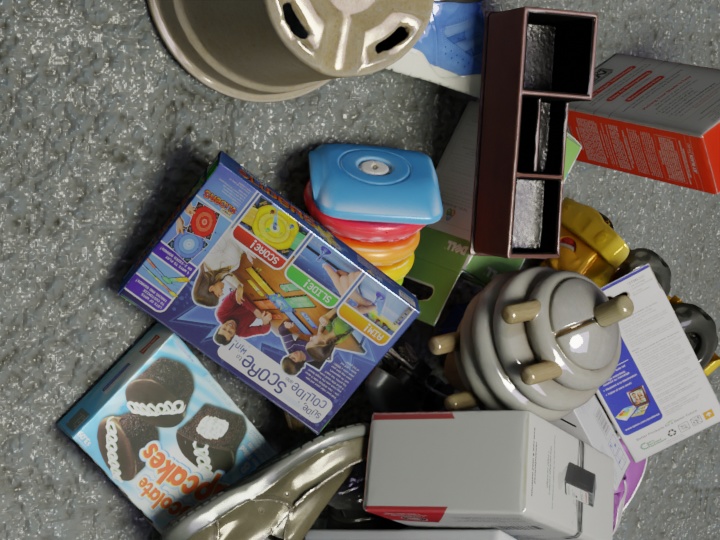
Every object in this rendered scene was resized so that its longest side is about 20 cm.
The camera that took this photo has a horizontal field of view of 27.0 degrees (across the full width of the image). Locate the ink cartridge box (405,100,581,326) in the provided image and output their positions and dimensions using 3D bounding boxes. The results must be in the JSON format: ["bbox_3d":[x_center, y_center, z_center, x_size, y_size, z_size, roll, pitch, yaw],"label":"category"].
[{"bbox_3d":[0.099,-0.042,1.306,0.059,0.104,0.202,30,85,-35],"label":"ink cartridge box"}]

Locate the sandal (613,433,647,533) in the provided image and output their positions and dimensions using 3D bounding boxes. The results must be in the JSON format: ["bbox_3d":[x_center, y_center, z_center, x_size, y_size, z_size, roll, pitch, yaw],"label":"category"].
[{"bbox_3d":[0.233,0.250,1.512,0.203,0.050,0.083,-46,124,-16],"label":"sandal"}]

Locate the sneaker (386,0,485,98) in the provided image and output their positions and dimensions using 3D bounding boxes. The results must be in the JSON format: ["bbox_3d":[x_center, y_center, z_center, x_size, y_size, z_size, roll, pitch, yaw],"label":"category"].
[{"bbox_3d":[0.096,-0.210,1.272,0.198,0.077,0.112,13,105,-30],"label":"sneaker"}]

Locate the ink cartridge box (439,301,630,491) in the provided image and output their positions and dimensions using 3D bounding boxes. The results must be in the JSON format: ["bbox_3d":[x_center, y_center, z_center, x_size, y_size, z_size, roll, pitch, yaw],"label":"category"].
[{"bbox_3d":[0.159,0.115,1.358,0.201,0.093,0.044,61,41,-20],"label":"ink cartridge box"}]

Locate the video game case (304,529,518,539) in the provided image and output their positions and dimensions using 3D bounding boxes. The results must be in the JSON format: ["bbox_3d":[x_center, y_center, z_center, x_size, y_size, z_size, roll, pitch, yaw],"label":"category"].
[{"bbox_3d":[0.080,0.260,1.308,0.182,0.198,0.022,36,56,-46],"label":"video game case"}]

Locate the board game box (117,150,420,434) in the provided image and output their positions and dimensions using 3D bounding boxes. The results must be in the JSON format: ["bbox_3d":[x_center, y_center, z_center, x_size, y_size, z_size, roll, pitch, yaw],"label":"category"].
[{"bbox_3d":[-0.071,0.020,1.178,0.199,0.035,0.136,37,104,-15],"label":"board game box"}]

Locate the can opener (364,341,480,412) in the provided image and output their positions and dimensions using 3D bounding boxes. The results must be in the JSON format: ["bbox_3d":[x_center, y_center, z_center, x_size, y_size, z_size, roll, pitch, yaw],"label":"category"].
[{"bbox_3d":[0.068,0.127,1.364,0.200,0.052,0.067,41,81,-38],"label":"can opener"}]

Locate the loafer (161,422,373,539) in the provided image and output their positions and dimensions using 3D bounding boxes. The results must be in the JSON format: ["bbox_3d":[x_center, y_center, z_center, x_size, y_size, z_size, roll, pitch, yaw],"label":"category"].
[{"bbox_3d":[-0.064,0.190,1.221,0.199,0.075,0.070,-29,89,-15],"label":"loafer"}]

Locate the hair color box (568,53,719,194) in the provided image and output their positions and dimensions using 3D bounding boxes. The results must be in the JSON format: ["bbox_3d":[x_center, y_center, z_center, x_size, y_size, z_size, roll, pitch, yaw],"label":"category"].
[{"bbox_3d":[0.271,-0.135,1.338,0.101,0.199,0.062,-35,120,-21],"label":"hair color box"}]

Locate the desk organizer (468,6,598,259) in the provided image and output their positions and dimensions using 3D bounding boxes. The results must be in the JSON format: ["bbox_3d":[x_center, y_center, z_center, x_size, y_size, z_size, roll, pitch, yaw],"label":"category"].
[{"bbox_3d":[0.140,-0.109,1.211,0.071,0.077,0.203,2,94,-17],"label":"desk organizer"}]

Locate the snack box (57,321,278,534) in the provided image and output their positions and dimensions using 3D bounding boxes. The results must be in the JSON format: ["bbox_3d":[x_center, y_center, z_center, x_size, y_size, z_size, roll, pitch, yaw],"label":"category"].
[{"bbox_3d":[-0.144,0.153,1.233,0.116,0.037,0.201,-46,124,-15],"label":"snack box"}]

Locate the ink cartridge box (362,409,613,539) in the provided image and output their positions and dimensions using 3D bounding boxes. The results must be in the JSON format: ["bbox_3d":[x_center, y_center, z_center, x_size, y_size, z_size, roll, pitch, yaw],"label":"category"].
[{"bbox_3d":[0.112,0.178,1.250,0.200,0.143,0.085,33,59,-56],"label":"ink cartridge box"}]

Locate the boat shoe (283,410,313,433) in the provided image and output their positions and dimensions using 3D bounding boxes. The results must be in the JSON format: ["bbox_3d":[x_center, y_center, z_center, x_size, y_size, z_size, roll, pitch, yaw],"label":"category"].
[{"bbox_3d":[-0.074,0.045,1.243,0.075,0.072,0.202,-9,111,-5],"label":"boat shoe"}]

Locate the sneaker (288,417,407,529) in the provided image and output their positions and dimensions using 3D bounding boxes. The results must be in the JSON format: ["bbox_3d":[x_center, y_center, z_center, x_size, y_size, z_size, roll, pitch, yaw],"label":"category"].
[{"bbox_3d":[0.029,0.177,1.345,0.198,0.060,0.105,-14,115,-27],"label":"sneaker"}]

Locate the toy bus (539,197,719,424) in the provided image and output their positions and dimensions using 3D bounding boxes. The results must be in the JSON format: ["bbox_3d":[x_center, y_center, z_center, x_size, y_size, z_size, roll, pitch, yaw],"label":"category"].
[{"bbox_3d":[0.212,0.061,1.411,0.192,0.136,0.200,-43,122,2],"label":"toy bus"}]

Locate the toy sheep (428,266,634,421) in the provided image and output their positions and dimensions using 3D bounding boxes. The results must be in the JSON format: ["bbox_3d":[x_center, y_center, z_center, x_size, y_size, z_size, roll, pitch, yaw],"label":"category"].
[{"bbox_3d":[0.141,0.060,1.210,0.137,0.199,0.140,14,68,-37],"label":"toy sheep"}]

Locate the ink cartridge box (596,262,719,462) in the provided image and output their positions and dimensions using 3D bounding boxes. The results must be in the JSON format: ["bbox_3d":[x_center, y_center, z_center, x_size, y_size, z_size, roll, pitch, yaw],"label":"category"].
[{"bbox_3d":[0.248,0.079,1.340,0.094,0.037,0.201,-27,124,9],"label":"ink cartridge box"}]

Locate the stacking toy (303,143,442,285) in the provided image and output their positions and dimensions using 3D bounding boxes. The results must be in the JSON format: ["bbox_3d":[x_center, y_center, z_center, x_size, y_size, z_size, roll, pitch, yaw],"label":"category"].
[{"bbox_3d":[0.000,0.000,1.264,0.108,0.117,0.202,3,122,-7],"label":"stacking toy"}]

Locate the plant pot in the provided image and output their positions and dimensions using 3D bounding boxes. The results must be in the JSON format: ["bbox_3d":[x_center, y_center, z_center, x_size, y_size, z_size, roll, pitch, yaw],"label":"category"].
[{"bbox_3d":[-0.039,-0.216,1.093,0.198,0.183,0.203,-5,103,-23],"label":"plant pot"}]
